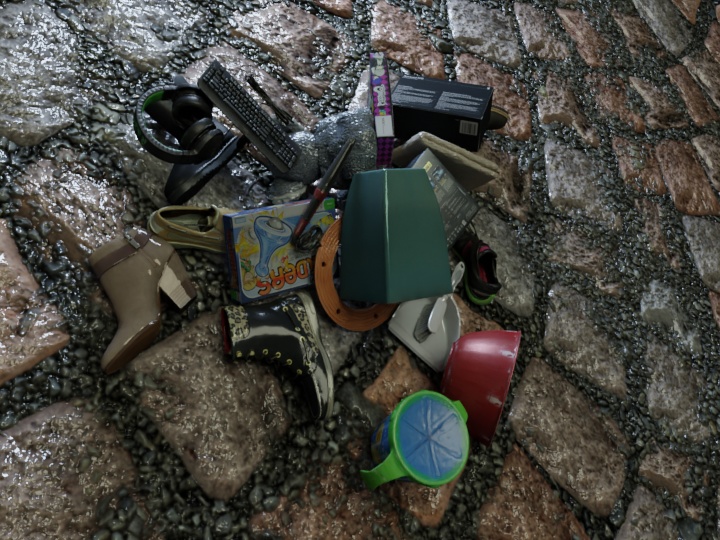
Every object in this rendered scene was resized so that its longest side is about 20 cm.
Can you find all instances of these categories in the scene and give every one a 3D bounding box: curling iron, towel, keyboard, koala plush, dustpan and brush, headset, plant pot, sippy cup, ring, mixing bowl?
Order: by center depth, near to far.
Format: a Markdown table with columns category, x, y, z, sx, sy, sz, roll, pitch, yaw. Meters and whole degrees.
| category | x | y | z | sx | sy | sz | roll | pitch | yaw |
| --- | --- | --- | --- | --- | --- | --- | --- | --- | --- |
| headset | -0.254 | -0.217 | 1.095 | 0.195 | 0.094 | 0.126 | -9 | 68 | -33 |
| sippy cup | 0.080 | 0.269 | 1.098 | 0.173 | 0.130 | 0.144 | 9 | 66 | -23 |
| keyboard | -0.166 | -0.256 | 1.132 | 0.200 | 0.020 | 0.129 | 45 | 38 | -23 |
| curling iron | -0.056 | -0.122 | 1.146 | 0.049 | 0.025 | 0.205 | 25 | 85 | -30 |
| plant pot | 0.052 | -0.060 | 1.153 | 0.138 | 0.140 | 0.207 | -7 | 96 | -35 |
| mixing bowl | 0.195 | 0.184 | 1.203 | 0.105 | 0.203 | 0.203 | 17 | 52 | 10 |
| ring | 0.000 | 0.000 | 1.215 | 0.196 | 0.019 | 0.207 | -3 | 95 | -36 |
| koala plush | -0.073 | -0.201 | 1.239 | 0.193 | 0.184 | 0.183 | -4 | 88 | -4 |
| dustpan and brush | 0.144 | 0.063 | 1.292 | 0.139 | 0.057 | 0.202 | 41 | 49 | -13 |
| towel | 0.167 | -0.214 | 1.407 | 0.196 | 0.132 | 0.035 | 20 | 72 | -23 |

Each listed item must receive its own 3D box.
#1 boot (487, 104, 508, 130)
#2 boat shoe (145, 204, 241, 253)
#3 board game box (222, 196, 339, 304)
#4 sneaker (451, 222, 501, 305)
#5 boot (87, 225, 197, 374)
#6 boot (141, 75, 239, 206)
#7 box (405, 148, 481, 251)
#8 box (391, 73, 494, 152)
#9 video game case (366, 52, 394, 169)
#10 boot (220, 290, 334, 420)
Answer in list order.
| category | x | y | z | sx | sy | sz | roll | pitch | yaw |
| --- | --- | --- | --- | --- | --- | --- | --- | --- | --- |
| boot | 0.243 | -0.282 | 1.538 | 0.194 | 0.078 | 0.142 | -5 | 72 | -19 |
| boat shoe | -0.233 | -0.071 | 1.115 | 0.195 | 0.076 | 0.073 | -6 | 68 | -35 |
| board game box | -0.124 | -0.037 | 1.151 | 0.196 | 0.034 | 0.140 | -16 | 108 | -37 |
| sneaker | 0.228 | -0.037 | 1.385 | 0.075 | 0.084 | 0.205 | -9 | 71 | -35 |
| boot | -0.335 | 0.032 | 1.012 | 0.146 | 0.070 | 0.200 | 43 | 50 | 2 |
| boot | -0.299 | -0.214 | 1.146 | 0.168 | 0.076 | 0.201 | 44 | 45 | -9 |
| box | 0.112 | -0.099 | 1.320 | 0.157 | 0.051 | 0.201 | 43 | 70 | -12 |
| box | 0.157 | -0.318 | 1.417 | 0.194 | 0.080 | 0.143 | 12 | 44 | 14 |
| video game case | 0.034 | -0.261 | 1.311 | 0.035 | 0.201 | 0.186 | -3 | 64 | -3 |
| boot | -0.128 | 0.138 | 1.082 | 0.150 | 0.073 | 0.209 | -4 | 69 | -29 |
